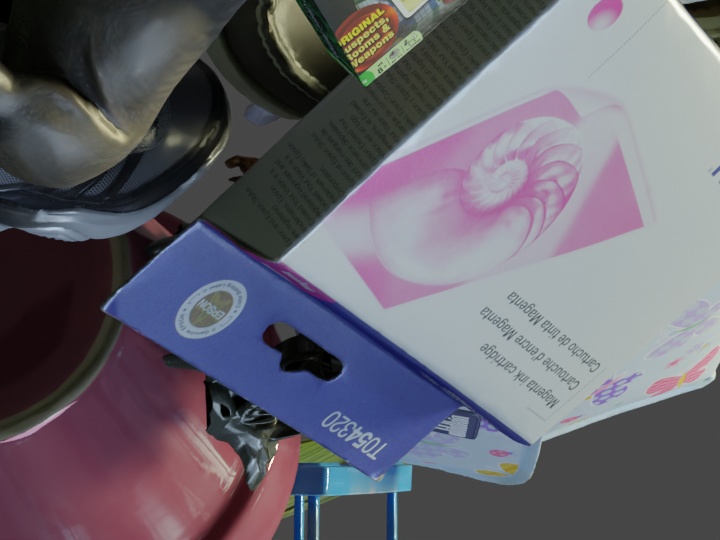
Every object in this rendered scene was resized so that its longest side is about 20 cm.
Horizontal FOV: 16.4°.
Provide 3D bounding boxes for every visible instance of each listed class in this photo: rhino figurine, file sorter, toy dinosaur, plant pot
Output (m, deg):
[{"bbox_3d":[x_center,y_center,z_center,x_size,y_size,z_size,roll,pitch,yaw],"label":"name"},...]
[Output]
[{"bbox_3d":[-0.051,-0.103,0.700,0.200,0.060,0.087,-46,140,8],"label":"rhino figurine"},{"bbox_3d":[-0.091,0.146,1.141,0.199,0.123,0.139,0,176,16],"label":"file sorter"},{"bbox_3d":[0.000,0.000,0.924,0.135,0.102,0.200,-20,131,17],"label":"toy dinosaur"},{"bbox_3d":[-0.132,0.041,0.991,0.200,0.200,0.179,-25,156,-4],"label":"plant pot"}]

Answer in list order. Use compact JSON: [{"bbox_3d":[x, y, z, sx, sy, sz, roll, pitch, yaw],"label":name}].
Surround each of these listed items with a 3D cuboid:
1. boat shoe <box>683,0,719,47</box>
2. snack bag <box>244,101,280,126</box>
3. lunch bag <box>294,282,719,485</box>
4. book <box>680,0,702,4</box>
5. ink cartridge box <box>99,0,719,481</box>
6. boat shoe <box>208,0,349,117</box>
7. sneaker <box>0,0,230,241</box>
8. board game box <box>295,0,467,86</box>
[{"bbox_3d":[0.126,-0.068,0.998,0.199,0.065,0.073,-14,168,8],"label":"boat shoe"},{"bbox_3d":[0.056,-0.126,1.030,0.200,0.021,0.189,-21,169,-27],"label":"snack bag"},{"bbox_3d":[0.068,0.014,1.106,0.200,0.127,0.170,-17,159,-13],"label":"lunch bag"},{"bbox_3d":[0.052,-0.074,1.095,0.133,0.048,0.200,-15,164,-39],"label":"book"},{"bbox_3d":[0.043,-0.010,0.838,0.200,0.043,0.196,-44,145,7],"label":"ink cartridge box"},{"bbox_3d":[0.025,-0.074,0.881,0.060,0.072,0.202,22,-177,39],"label":"boat shoe"},{"bbox_3d":[-0.091,-0.061,0.825,0.114,0.076,0.200,-30,167,38],"label":"sneaker"},{"bbox_3d":[0.057,-0.143,0.692,0.200,0.023,0.105,-40,148,-2],"label":"board game box"}]
